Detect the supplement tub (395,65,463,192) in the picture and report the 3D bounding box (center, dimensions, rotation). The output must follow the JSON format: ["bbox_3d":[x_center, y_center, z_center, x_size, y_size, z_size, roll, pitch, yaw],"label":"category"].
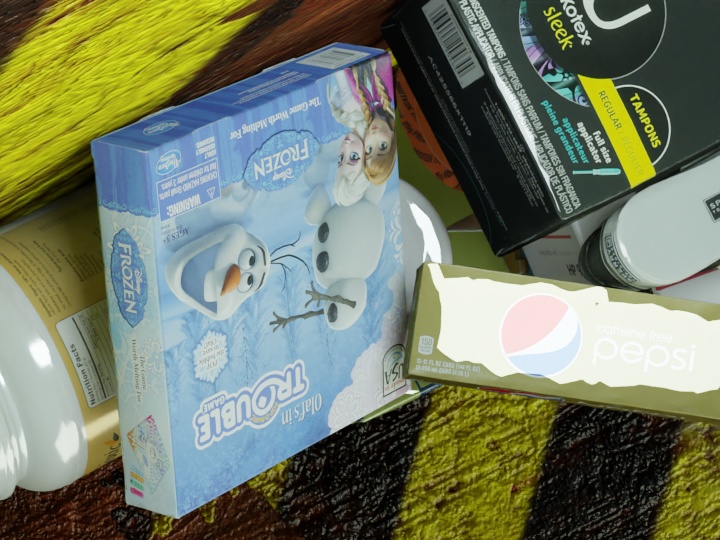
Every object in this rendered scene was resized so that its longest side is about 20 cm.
[{"bbox_3d":[0.124,-0.125,1.675,0.199,0.123,0.122,-26,178,-35],"label":"supplement tub"}]

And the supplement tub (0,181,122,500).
[{"bbox_3d":[-0.155,0.034,1.557,0.199,0.145,0.144,-27,178,-25],"label":"supplement tub"}]

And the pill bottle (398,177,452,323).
[{"bbox_3d":[0.000,0.000,1.738,0.112,0.113,0.200,-28,177,0],"label":"pill bottle"}]

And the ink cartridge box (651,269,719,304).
[{"bbox_3d":[0.272,-0.006,1.706,0.144,0.085,0.200,-20,-172,22],"label":"ink cartridge box"}]

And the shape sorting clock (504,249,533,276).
[{"bbox_3d":[0.133,-0.078,1.975,0.039,0.201,0.200,-11,166,-46],"label":"shape sorting clock"}]

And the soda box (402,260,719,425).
[{"bbox_3d":[0.125,0.042,1.538,0.199,0.064,0.068,8,175,-2],"label":"soda box"}]

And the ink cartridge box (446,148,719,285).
[{"bbox_3d":[0.162,-0.036,1.664,0.199,0.067,0.116,-25,-174,-12],"label":"ink cartridge box"}]

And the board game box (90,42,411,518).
[{"bbox_3d":[-0.052,0.002,1.489,0.043,0.200,0.200,13,-154,37],"label":"board game box"}]

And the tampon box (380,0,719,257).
[{"bbox_3d":[0.140,-0.123,1.519,0.199,0.150,0.126,-28,180,-16],"label":"tampon box"}]

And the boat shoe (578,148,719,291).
[{"bbox_3d":[0.209,-0.040,1.566,0.199,0.071,0.064,-19,177,-24],"label":"boat shoe"}]

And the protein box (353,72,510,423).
[{"bbox_3d":[0.012,-0.011,1.942,0.134,0.199,0.200,-26,178,-4],"label":"protein box"}]
